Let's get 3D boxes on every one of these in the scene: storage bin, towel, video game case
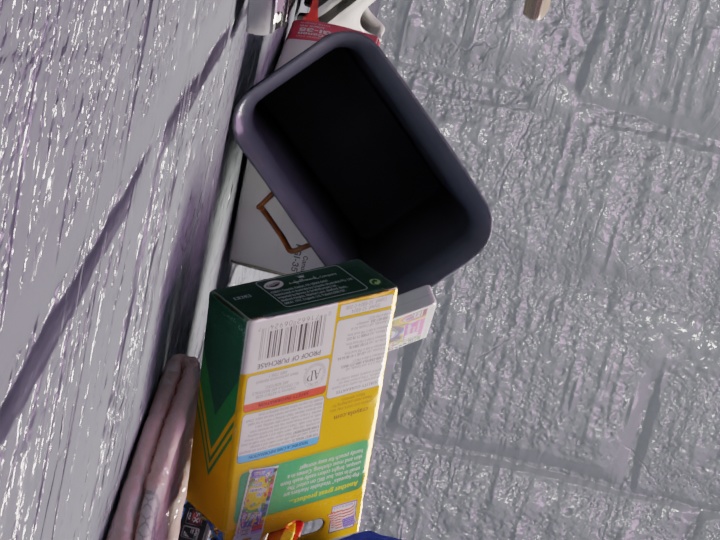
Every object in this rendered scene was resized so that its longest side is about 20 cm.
[{"bbox_3d":[-0.010,-0.081,1.677,0.145,0.200,0.134,-35,-165,4],"label":"storage bin"},{"bbox_3d":[-0.147,0.189,1.512,0.191,0.032,0.200,-76,179,-50],"label":"towel"},{"bbox_3d":[-0.043,0.065,1.632,0.143,0.200,0.018,97,-28,-79],"label":"video game case"}]

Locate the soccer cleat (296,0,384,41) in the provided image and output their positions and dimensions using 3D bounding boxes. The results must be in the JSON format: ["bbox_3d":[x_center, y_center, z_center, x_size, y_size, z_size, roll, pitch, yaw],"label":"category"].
[{"bbox_3d":[-0.002,-0.280,1.930,0.069,0.085,0.200,-75,178,-47],"label":"soccer cleat"}]

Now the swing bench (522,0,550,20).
[{"bbox_3d":[0.040,-0.275,1.276,0.130,0.199,0.199,-75,177,-64],"label":"swing bench"}]

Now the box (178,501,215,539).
[{"bbox_3d":[-0.143,0.229,1.770,0.199,0.050,0.200,100,4,-50],"label":"box"}]

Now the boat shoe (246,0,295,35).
[{"bbox_3d":[-0.035,-0.244,1.515,0.069,0.056,0.200,101,2,-60],"label":"boat shoe"}]

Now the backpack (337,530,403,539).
[{"bbox_3d":[-0.053,0.280,1.520,0.168,0.200,0.163,-3,-81,55],"label":"backpack"}]

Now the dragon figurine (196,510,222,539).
[{"bbox_3d":[-0.081,0.137,1.693,0.200,0.099,0.059,-90,161,-64],"label":"dragon figurine"}]

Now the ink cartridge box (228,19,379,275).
[{"bbox_3d":[-0.045,-0.103,1.860,0.200,0.083,0.147,-75,178,-61],"label":"ink cartridge box"}]

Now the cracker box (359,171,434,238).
[{"bbox_3d":[0.000,0.000,1.848,0.134,0.058,0.200,-82,-164,-77],"label":"cracker box"}]

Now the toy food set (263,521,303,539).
[{"bbox_3d":[-0.077,0.206,1.821,0.200,0.049,0.198,-94,-155,-77],"label":"toy food set"}]

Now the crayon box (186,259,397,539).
[{"bbox_3d":[-0.050,0.100,1.528,0.052,0.125,0.201,35,-53,43],"label":"crayon box"}]
